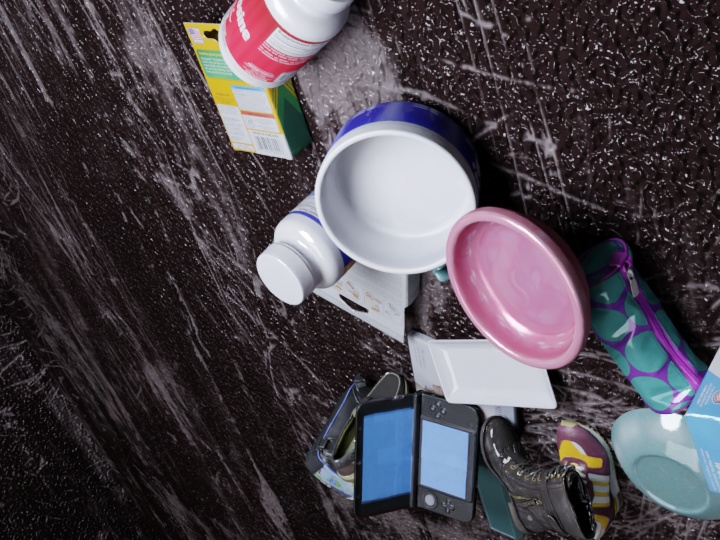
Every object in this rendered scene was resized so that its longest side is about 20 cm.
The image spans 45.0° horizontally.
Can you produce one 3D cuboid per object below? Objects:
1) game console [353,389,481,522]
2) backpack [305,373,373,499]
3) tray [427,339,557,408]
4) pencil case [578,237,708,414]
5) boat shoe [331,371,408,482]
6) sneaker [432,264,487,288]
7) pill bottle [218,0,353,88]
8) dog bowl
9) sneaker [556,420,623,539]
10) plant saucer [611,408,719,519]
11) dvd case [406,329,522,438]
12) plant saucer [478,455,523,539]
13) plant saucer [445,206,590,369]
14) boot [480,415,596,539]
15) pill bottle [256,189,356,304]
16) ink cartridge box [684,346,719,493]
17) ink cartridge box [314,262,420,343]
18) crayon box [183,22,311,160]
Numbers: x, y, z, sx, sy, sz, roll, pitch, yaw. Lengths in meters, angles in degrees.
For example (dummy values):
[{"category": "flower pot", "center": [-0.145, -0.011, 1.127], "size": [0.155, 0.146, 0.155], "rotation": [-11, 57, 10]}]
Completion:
[{"category": "game console", "center": [0.090, 0.307, 1.380], "size": [0.170, 0.118, 0.204], "rotation": [11, 107, 32]}, {"category": "backpack", "center": [0.022, 0.323, 1.537], "size": [0.198, 0.184, 0.147], "rotation": [33, 151, -1]}, {"category": "tray", "center": [0.192, 0.145, 1.264], "size": [0.198, 0.022, 0.109], "rotation": [-4, 110, 45]}, {"category": "pencil case", "center": [0.319, 0.066, 1.000], "size": [0.201, 0.085, 0.092], "rotation": [52, 160, -12]}, {"category": "boat shoe", "center": [0.016, 0.248, 1.431], "size": [0.071, 0.202, 0.066], "rotation": [15, 151, 34]}, {"category": "sneaker", "center": [0.179, 0.013, 1.096], "size": [0.198, 0.086, 0.078], "rotation": [20, 142, 34]}, {"category": "pill bottle", "center": [-0.081, -0.303, 1.014], "size": [0.113, 0.112, 0.199], "rotation": [50, 147, -10]}, {"category": "dog bowl", "center": [0.048, -0.098, 1.057], "size": [0.196, 0.079, 0.203], "rotation": [8, 128, 10]}, {"category": "sneaker", "center": [0.324, 0.311, 1.262], "size": [0.074, 0.090, 0.202], "rotation": [2, 129, 47]}, {"category": "plant saucer", "center": [0.419, 0.271, 1.158], "size": [0.199, 0.039, 0.203], "rotation": [30, 145, 24]}, {"category": "dvd case", "center": [0.163, 0.180, 1.365], "size": [0.198, 0.018, 0.144], "rotation": [21, 140, 32]}, {"category": "plant saucer", "center": [0.238, 0.401, 1.530], "size": [0.069, 0.019, 0.202], "rotation": [15, 138, 39]}, {"category": "plant saucer", "center": [0.183, 0.014, 0.983], "size": [0.200, 0.051, 0.203], "rotation": [38, 147, 30]}, {"category": "boot", "center": [0.260, 0.294, 1.247], "size": [0.203, 0.068, 0.174], "rotation": [66, 157, 8]}, {"category": "pill bottle", "center": [-0.047, -0.048, 1.177], "size": [0.111, 0.200, 0.113], "rotation": [28, 145, 22]}, {"category": "ink cartridge box", "center": [0.467, 0.165, 0.901], "size": [0.198, 0.129, 0.127], "rotation": [5, 132, 46]}, {"category": "ink cartridge box", "center": [0.000, 0.000, 1.326], "size": [0.198, 0.044, 0.175], "rotation": [28, 145, 24]}, {"category": "crayon box", "center": [-0.153, -0.258, 1.202], "size": [0.124, 0.052, 0.202], "rotation": [15, 138, 38]}]
